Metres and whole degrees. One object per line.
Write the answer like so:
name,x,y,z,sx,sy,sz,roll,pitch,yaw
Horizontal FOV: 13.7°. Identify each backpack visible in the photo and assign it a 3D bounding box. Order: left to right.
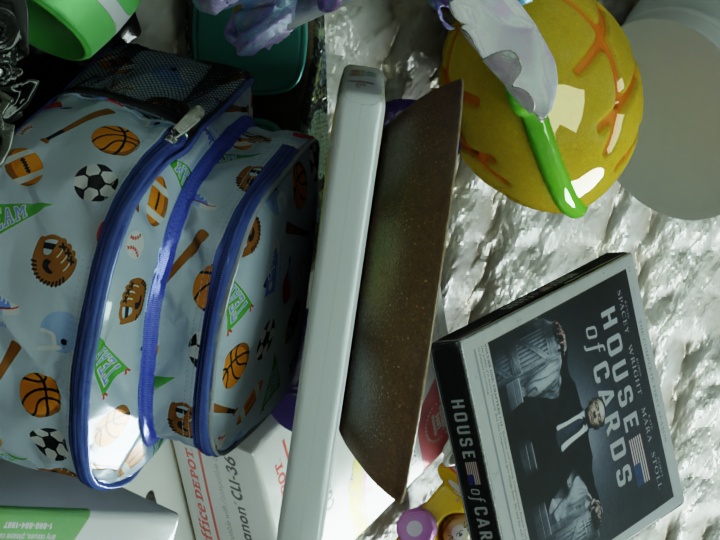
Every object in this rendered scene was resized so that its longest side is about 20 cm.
backpack,-0.107,0.008,1.339,0.190,0.154,0.200,-39,136,-56

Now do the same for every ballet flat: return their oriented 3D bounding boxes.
ballet flat,-0.046,-0.094,1.481,0.074,0.074,0.200,-29,130,-43

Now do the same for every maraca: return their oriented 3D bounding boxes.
maraca,0.091,-0.105,1.596,0.200,0.107,0.137,54,20,-62

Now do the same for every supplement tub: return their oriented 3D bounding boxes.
supplement tub,0.239,-0.120,1.768,0.200,0.145,0.145,-29,128,-43

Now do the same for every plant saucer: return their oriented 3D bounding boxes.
plant saucer,0.017,0.007,1.401,0.200,0.037,0.201,-171,-90,-89

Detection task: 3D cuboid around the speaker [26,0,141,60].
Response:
speaker,-0.100,-0.194,1.329,0.200,0.088,0.088,-60,144,-14

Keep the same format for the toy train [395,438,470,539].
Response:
toy train,0.047,0.146,1.659,0.200,0.056,0.150,-54,171,33

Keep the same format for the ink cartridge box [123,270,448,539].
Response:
ink cartridge box,-0.035,0.092,1.572,0.200,0.067,0.117,-43,138,-33

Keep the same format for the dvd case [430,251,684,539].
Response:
dvd case,0.109,0.085,1.623,0.200,0.025,0.151,-24,104,-55

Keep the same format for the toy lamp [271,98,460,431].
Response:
toy lamp,0.000,0.000,1.533,0.058,0.058,0.200,72,31,-42

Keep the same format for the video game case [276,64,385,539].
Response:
video game case,-0.013,0.011,1.359,0.182,0.023,0.200,-89,-173,-83

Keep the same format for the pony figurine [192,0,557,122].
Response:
pony figurine,0.027,-0.150,1.301,0.193,0.200,0.167,-44,119,-64

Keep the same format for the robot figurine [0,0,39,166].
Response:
robot figurine,-0.218,-0.054,1.229,0.145,0.058,0.200,20,84,-14

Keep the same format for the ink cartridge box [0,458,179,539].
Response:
ink cartridge box,-0.183,0.194,1.410,0.145,0.084,0.200,8,100,-54
